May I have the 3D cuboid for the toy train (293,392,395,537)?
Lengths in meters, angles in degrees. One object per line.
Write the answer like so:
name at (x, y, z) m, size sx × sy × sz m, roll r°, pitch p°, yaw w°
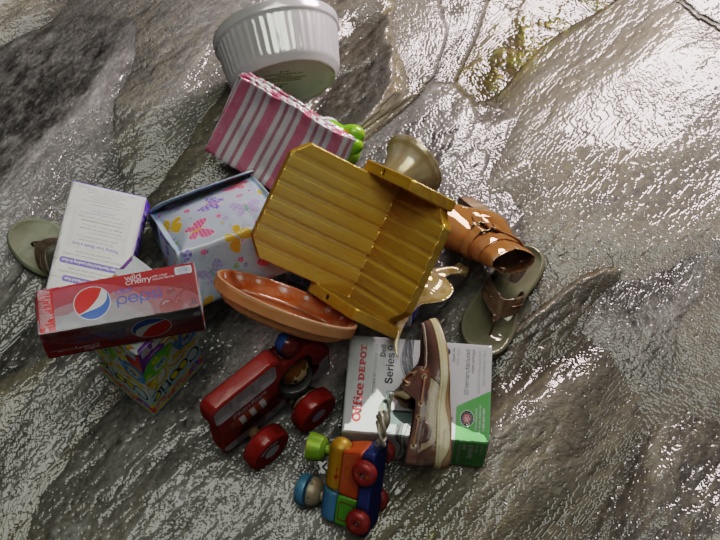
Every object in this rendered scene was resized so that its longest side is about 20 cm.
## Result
toy train at (-0.020, 0.232, 1.572) m, size 0.114 × 0.202 × 0.085 m, roll 13°, pitch 21°, yaw 18°

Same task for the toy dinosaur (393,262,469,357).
toy dinosaur at (0.075, 0.026, 1.687) m, size 0.100 × 0.059 × 0.200 m, roll 24°, pitch 47°, yaw 28°

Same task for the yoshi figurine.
yoshi figurine at (-0.083, -0.190, 1.868) m, size 0.197 × 0.114 × 0.112 m, roll 6°, pitch 19°, yaw 18°

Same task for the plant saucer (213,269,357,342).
plant saucer at (-0.101, 0.050, 1.615) m, size 0.198 × 0.200 × 0.033 m, roll 24°, pitch 97°, yaw 12°

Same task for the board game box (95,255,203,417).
board game box at (-0.287, 0.091, 1.629) m, size 0.104 × 0.201 × 0.103 m, roll 35°, pitch 66°, yaw 17°

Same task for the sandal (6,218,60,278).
sandal at (-0.426, -0.014, 1.766) m, size 0.200 × 0.057 × 0.080 m, roll 36°, pitch 70°, yaw 15°

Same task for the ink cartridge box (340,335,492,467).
ink cartridge box at (0.075, 0.176, 1.654) m, size 0.197 × 0.084 × 0.148 m, roll 4°, pitch 60°, yaw 2°

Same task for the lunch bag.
lunch bag at (-0.207, -0.060, 1.752) m, size 0.168 × 0.128 × 0.200 m, roll -21°, pitch 34°, yaw -13°

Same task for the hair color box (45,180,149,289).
hair color box at (-0.371, -0.012, 1.714) m, size 0.108 × 0.065 × 0.203 m, roll 13°, pitch 80°, yaw -3°

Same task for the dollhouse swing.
dollhouse swing at (-0.016, -0.052, 1.632) m, size 0.181 × 0.175 × 0.202 m, roll 30°, pitch 95°, yaw 53°

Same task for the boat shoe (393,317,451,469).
boat shoe at (0.078, 0.156, 1.579) m, size 0.071 × 0.072 × 0.202 m, roll 0°, pitch 67°, yaw -2°

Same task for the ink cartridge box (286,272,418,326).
ink cartridge box at (0.000, 0.000, 1.775) m, size 0.198 × 0.044 × 0.095 m, roll 21°, pitch 61°, yaw 11°

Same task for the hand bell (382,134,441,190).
hand bell at (0.018, -0.100, 1.786) m, size 0.104 × 0.105 × 0.200 m, roll 37°, pitch 61°, yaw 18°

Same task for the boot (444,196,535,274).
boot at (0.140, -0.047, 1.740) m, size 0.198 × 0.074 × 0.155 m, roll -11°, pitch 39°, yaw -31°

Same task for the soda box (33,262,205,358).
soda box at (-0.293, 0.049, 1.497) m, size 0.197 × 0.070 × 0.064 m, roll -10°, pitch 63°, yaw -8°

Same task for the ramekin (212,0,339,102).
ramekin at (-0.122, -0.326, 1.876) m, size 0.200 × 0.203 × 0.095 m, roll -11°, pitch 74°, yaw -7°

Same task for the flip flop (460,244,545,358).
flip flop at (0.206, 0.037, 1.749) m, size 0.081 × 0.058 × 0.201 m, roll 29°, pitch 64°, yaw 14°

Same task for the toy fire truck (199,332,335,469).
toy fire truck at (-0.120, 0.155, 1.615) m, size 0.199 × 0.169 × 0.112 m, roll -37°, pitch 67°, yaw -19°

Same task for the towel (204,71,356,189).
towel at (-0.121, -0.184, 1.808) m, size 0.199 × 0.147 × 0.030 m, roll 32°, pitch 29°, yaw 2°
